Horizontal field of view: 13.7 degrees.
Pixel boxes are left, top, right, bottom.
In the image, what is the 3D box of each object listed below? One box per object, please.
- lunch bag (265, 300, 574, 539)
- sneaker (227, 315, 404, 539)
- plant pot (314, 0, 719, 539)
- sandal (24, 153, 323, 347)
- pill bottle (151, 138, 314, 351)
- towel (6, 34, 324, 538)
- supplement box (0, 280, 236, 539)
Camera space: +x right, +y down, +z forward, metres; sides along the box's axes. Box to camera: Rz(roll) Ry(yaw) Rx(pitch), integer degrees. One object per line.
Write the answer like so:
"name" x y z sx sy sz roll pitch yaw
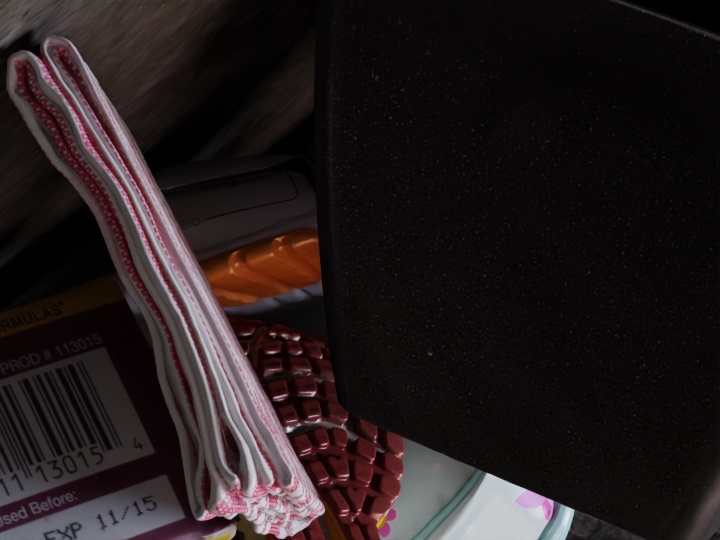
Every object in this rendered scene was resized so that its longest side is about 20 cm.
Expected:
"lunch bag" -0.022 0.103 1.143 0.200 0.161 0.077 -46 138 11
"sneaker" -0.031 0.101 1.047 0.078 0.201 0.082 15 136 -26
"plant pot" 0.096 -0.024 1.011 0.199 0.199 0.178 -28 135 -61
"sandal" -0.072 -0.008 1.091 0.206 0.059 0.079 -18 163 -6
"pill bottle" 0.000 0.000 1.268 0.200 0.112 0.112 -40 173 1
"towel" -0.059 0.013 0.915 0.030 0.147 0.200 -27 173 -1
"supplement box" -0.148 0.104 1.052 0.130 0.104 0.200 -18 162 -30
